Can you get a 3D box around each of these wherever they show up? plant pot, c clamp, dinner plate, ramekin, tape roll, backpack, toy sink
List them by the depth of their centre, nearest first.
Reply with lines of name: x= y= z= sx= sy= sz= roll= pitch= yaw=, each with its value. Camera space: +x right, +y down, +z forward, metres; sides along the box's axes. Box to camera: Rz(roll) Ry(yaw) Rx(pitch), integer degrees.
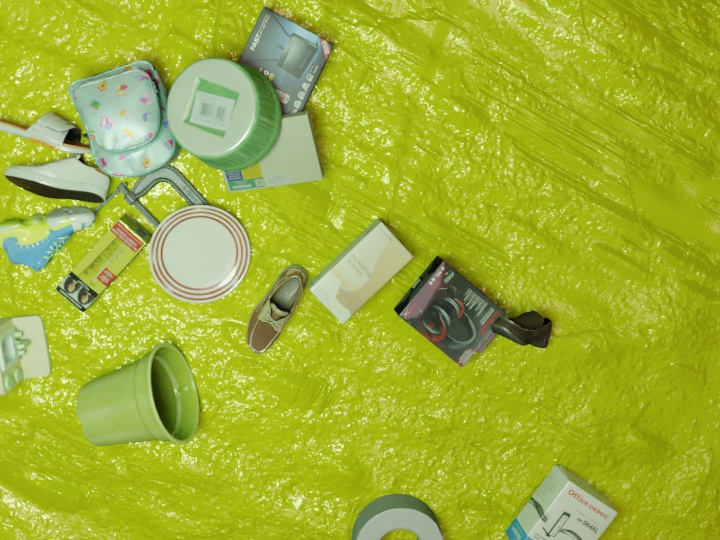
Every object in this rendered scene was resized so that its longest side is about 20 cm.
ramekin: x=-0.251 y=-0.286 z=1.315 sx=0.198 sy=0.098 sz=0.202 roll=0 pitch=91 yaw=12
backpack: x=-0.429 y=-0.272 z=1.349 sx=0.175 sy=0.153 sz=0.201 roll=-19 pitch=106 yaw=-7
toy sink: x=-0.731 y=0.171 z=1.420 sx=0.198 sy=0.112 sz=0.131 roll=-5 pitch=101 yaw=-4
plant pot: x=-0.447 y=0.262 z=1.437 sx=0.183 sy=0.200 sz=0.202 roll=-15 pitch=102 yaw=10
c clamp: x=-0.397 y=-0.116 z=1.445 sx=0.200 sy=0.027 sz=0.171 roll=42 pitch=89 yaw=-9
dinner plate: x=-0.320 y=-0.033 z=1.449 sx=0.199 sy=0.024 sz=0.202 roll=-6 pitch=110 yaw=-17
tape roll: x=0.081 y=0.599 z=1.595 sx=0.199 sy=0.066 sz=0.202 roll=-1 pitch=101 yaw=-4

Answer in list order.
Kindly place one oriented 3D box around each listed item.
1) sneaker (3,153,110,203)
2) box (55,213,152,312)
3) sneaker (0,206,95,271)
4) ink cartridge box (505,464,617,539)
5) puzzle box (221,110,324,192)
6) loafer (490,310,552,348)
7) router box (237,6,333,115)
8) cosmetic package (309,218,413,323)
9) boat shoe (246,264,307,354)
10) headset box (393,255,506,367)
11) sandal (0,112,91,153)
sneaker: x=-0.579 y=-0.186 z=1.402 sx=0.198 sy=0.073 sz=0.085 roll=10 pitch=69 yaw=-1
box: x=-0.502 y=-0.014 z=1.424 sx=0.200 sy=0.050 sz=0.075 roll=-43 pitch=102 yaw=12
sneaker: x=-0.605 y=-0.060 z=1.417 sx=0.198 sy=0.076 sz=0.106 roll=-8 pitch=113 yaw=4
ink cartridge box: x=0.444 y=0.560 z=1.611 sx=0.146 sy=0.084 sz=0.201 roll=34 pitch=97 yaw=-10
puzzle box: x=-0.179 y=-0.227 z=1.396 sx=0.198 sy=0.025 sz=0.134 roll=-6 pitch=120 yaw=12
loafer: x=0.333 y=0.111 z=1.488 sx=0.073 sy=0.199 sz=0.071 roll=26 pitch=97 yaw=36
router box: x=-0.159 y=-0.379 z=1.396 sx=0.149 sy=0.062 sz=0.201 roll=25 pitch=97 yaw=-8
cosmetic package: x=0.000 y=0.000 z=1.475 sx=0.200 sy=0.071 sz=0.105 roll=-45 pitch=101 yaw=4
boat shoe: x=-0.174 y=0.081 z=1.474 sx=0.075 sy=0.072 sz=0.201 roll=26 pitch=97 yaw=-9
headset box: x=0.193 y=0.091 z=1.507 sx=0.200 sy=0.075 sz=0.149 roll=40 pitch=93 yaw=-11
sandal: x=-0.602 y=-0.272 z=1.368 sx=0.205 sy=0.079 sz=0.060 roll=18 pitch=101 yaw=-6
